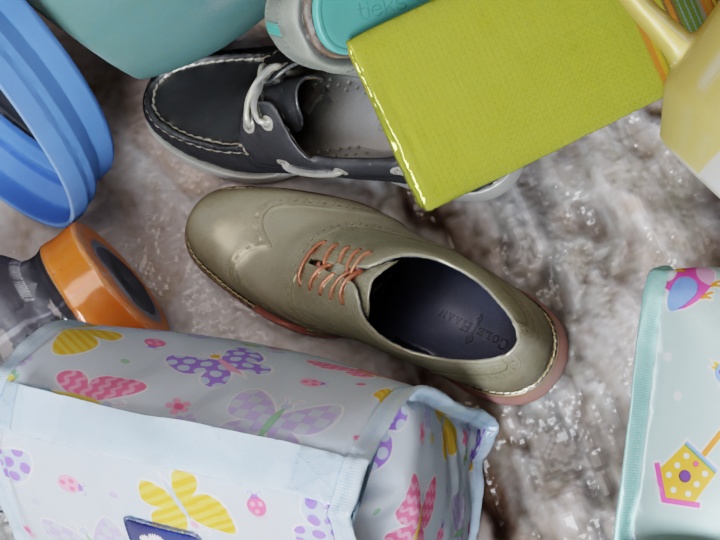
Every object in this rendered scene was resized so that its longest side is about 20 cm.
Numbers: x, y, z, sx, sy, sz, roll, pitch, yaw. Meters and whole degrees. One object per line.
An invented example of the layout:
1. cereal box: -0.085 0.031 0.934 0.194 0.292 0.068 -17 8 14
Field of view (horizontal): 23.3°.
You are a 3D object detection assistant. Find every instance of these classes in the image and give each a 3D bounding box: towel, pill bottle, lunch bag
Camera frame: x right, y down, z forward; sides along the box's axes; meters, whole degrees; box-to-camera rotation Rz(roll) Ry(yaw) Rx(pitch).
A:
1. towel: 0.097 -0.106 0.790 0.200 0.018 0.086 -27 96 -12
2. pill bottle: -0.189 0.064 0.840 0.200 0.106 0.106 -39 70 4
3. lunch bag: -0.050 0.091 0.742 0.169 0.200 0.127 9 80 18
4. lunch bag: 0.188 0.107 0.711 0.170 0.122 0.200 9 87 17

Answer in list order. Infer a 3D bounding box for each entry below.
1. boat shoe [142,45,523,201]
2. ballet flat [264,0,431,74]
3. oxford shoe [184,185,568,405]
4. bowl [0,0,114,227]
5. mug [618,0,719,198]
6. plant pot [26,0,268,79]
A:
1. boat shoe: -0.020 -0.075 0.846 0.200 0.060 0.074 14 82 19
2. ballet flat: 0.048 -0.136 0.821 0.200 0.064 0.067 -14 101 -22
3. oxford shoe: 0.000 0.000 0.815 0.200 0.074 0.071 19 83 20
4. bowl: -0.196 -0.106 0.837 0.201 0.201 0.039 37 71 21
5. mug: 0.199 -0.096 0.753 0.153 0.149 0.187 -48 56 10
6. plant pot: -0.103 -0.190 0.828 0.201 0.201 0.161 41 95 21
